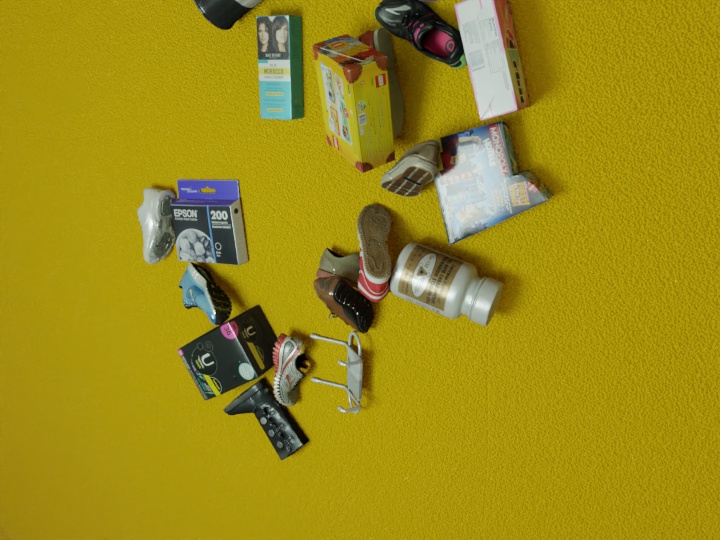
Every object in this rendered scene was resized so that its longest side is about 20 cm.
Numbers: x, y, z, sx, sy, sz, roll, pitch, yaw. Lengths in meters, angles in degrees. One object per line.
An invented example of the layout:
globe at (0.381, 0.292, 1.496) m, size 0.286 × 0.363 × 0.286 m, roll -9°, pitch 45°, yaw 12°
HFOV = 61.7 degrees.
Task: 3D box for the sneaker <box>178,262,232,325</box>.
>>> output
sneaker at (-0.384, 0.071, 1.471) m, size 0.090 × 0.078 × 0.200 m, roll -49°, pitch 51°, yaw 8°

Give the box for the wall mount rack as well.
wall mount rack at (-0.052, 0.229, 1.387) m, size 0.174 × 0.074 × 0.202 m, roll -146°, pitch 53°, yaw -59°

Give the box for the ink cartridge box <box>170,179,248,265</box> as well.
ink cartridge box at (-0.371, -0.118, 1.459) m, size 0.197 × 0.043 × 0.202 m, roll 4°, pitch 107°, yaw 28°

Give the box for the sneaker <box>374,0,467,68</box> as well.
sneaker at (0.110, -0.432, 1.071) m, size 0.199 × 0.084 × 0.077 m, roll 33°, pitch 113°, yaw 14°

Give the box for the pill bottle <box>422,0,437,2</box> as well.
pill bottle at (0.088, -0.511, 0.990) m, size 0.111 × 0.200 × 0.112 m, roll 9°, pitch 110°, yaw 25°

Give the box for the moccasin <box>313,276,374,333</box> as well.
moccasin at (-0.034, 0.074, 1.271) m, size 0.077 × 0.201 × 0.074 m, roll 13°, pitch 74°, yaw 36°

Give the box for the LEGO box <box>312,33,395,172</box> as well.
LEGO box at (-0.011, -0.305, 1.106) m, size 0.149 × 0.077 × 0.201 m, roll 48°, pitch 155°, yaw 44°

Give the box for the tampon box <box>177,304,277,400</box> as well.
tampon box at (-0.316, 0.203, 1.483) m, size 0.199 × 0.126 × 0.151 m, roll -28°, pitch 93°, yaw 32°

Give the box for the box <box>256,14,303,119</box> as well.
box at (-0.165, -0.417, 1.245) m, size 0.082 × 0.049 × 0.202 m, roll 9°, pitch 110°, yaw 25°

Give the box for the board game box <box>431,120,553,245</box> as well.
board game box at (0.240, -0.164, 1.104) m, size 0.198 × 0.062 × 0.202 m, roll -9°, pitch 102°, yaw 29°

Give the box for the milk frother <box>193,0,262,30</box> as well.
milk frother at (-0.264, -0.597, 1.154) m, size 0.187 × 0.200 × 0.182 m, roll -23°, pitch 91°, yaw 31°

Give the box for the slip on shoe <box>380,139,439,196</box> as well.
slip on shoe at (0.095, -0.190, 1.133) m, size 0.075 × 0.200 × 0.061 m, roll 22°, pitch 79°, yaw -9°

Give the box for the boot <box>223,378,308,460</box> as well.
boot at (-0.246, 0.398, 1.552) m, size 0.165 × 0.066 × 0.201 m, roll -37°, pitch 91°, yaw 34°

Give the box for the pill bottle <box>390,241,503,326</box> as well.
pill bottle at (0.169, 0.029, 1.173) m, size 0.199 × 0.114 × 0.115 m, roll 22°, pitch 115°, yaw 20°

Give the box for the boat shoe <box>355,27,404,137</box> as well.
boat shoe at (0.034, -0.352, 1.148) m, size 0.062 × 0.071 × 0.202 m, roll -4°, pitch 103°, yaw 35°

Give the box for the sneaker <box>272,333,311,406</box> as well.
sneaker at (-0.162, 0.247, 1.439) m, size 0.081 × 0.078 × 0.201 m, roll 10°, pitch 123°, yaw 12°

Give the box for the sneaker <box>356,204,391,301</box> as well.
sneaker at (0.027, -0.032, 1.223) m, size 0.071 × 0.201 × 0.113 m, roll 1°, pitch 142°, yaw -2°

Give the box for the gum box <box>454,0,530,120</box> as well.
gum box at (0.225, -0.364, 1.015) m, size 0.066 × 0.113 × 0.202 m, roll -9°, pitch 102°, yaw 30°

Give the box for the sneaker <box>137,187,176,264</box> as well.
sneaker at (-0.526, -0.118, 1.531) m, size 0.099 × 0.078 × 0.202 m, roll 23°, pitch 107°, yaw 27°

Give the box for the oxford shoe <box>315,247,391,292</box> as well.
oxford shoe at (0.000, 0.000, 1.283) m, size 0.198 × 0.070 × 0.076 m, roll 13°, pitch 95°, yaw 16°
